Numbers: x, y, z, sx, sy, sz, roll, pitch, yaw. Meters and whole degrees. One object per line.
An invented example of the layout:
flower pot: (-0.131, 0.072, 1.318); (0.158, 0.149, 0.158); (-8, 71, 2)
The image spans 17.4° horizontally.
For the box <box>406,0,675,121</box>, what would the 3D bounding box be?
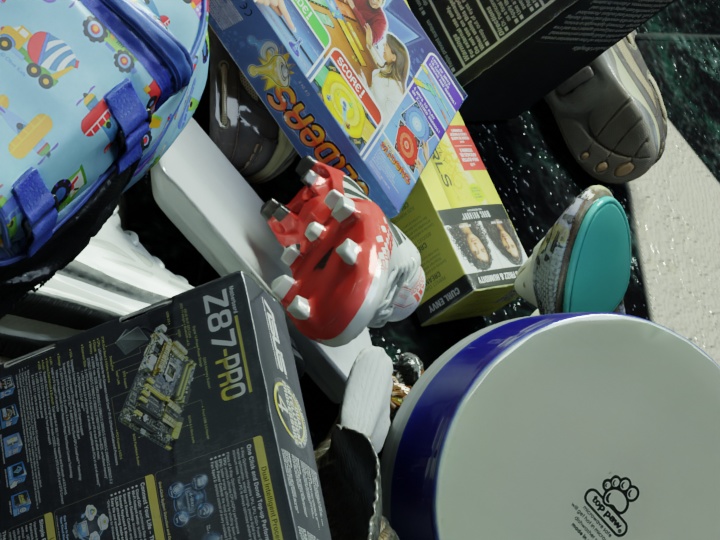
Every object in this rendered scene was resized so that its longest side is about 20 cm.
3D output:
box: (0.092, -0.228, 1.483); (0.123, 0.198, 0.201); (-6, 67, -53)

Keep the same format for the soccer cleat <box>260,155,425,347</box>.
soccer cleat: (0.000, 0.000, 1.188); (0.085, 0.069, 0.200); (38, 7, -16)

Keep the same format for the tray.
tray: (-0.054, -0.005, 1.238); (0.200, 0.022, 0.108); (50, 15, -29)

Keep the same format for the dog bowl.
dog bowl: (0.114, 0.123, 1.240); (0.199, 0.079, 0.202); (1, 86, -21)

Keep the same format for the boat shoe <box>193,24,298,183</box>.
boat shoe: (-0.094, -0.143, 1.303); (0.073, 0.074, 0.201); (-3, 64, -51)

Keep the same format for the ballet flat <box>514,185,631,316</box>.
ballet flat: (0.122, 0.026, 1.370); (0.072, 0.071, 0.201); (-80, 162, -45)

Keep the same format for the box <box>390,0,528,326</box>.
box: (0.031, -0.068, 1.409); (0.075, 0.050, 0.201); (-6, 66, -51)

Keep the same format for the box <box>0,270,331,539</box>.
box: (-0.095, 0.118, 1.013); (0.049, 0.160, 0.201); (42, 30, -57)

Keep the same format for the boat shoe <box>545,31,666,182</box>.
boat shoe: (0.145, -0.155, 1.593); (0.073, 0.074, 0.201); (-24, 90, -62)

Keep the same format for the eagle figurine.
eagle figurine: (-0.022, 0.140, 1.100); (0.151, 0.151, 0.200); (1, 39, -43)

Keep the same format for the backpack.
backpack: (-0.144, -0.103, 0.956); (0.183, 0.134, 0.200); (47, 60, -2)

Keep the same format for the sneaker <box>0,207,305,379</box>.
sneaker: (-0.112, -0.006, 1.167); (0.200, 0.076, 0.116); (19, 50, -37)

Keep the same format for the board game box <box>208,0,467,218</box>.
board game box: (-0.024, -0.138, 1.301); (0.201, 0.034, 0.136); (55, 35, -18)

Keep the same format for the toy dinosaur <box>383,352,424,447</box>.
toy dinosaur: (0.093, 0.117, 1.319); (0.136, 0.102, 0.200); (-52, 121, -31)
